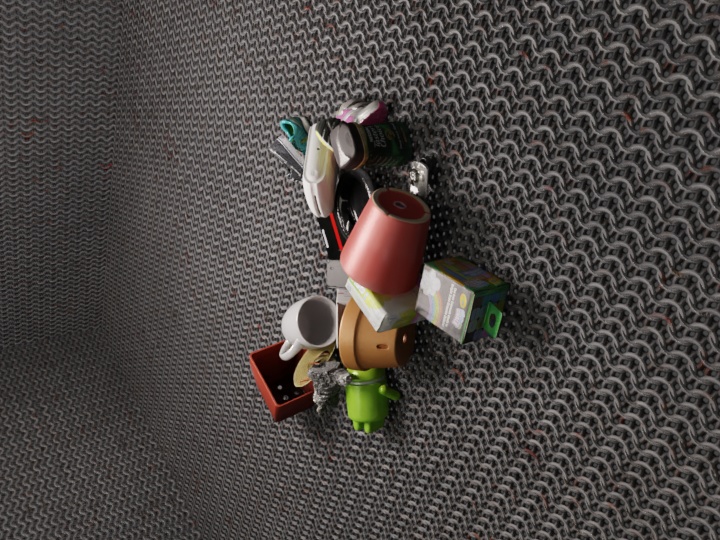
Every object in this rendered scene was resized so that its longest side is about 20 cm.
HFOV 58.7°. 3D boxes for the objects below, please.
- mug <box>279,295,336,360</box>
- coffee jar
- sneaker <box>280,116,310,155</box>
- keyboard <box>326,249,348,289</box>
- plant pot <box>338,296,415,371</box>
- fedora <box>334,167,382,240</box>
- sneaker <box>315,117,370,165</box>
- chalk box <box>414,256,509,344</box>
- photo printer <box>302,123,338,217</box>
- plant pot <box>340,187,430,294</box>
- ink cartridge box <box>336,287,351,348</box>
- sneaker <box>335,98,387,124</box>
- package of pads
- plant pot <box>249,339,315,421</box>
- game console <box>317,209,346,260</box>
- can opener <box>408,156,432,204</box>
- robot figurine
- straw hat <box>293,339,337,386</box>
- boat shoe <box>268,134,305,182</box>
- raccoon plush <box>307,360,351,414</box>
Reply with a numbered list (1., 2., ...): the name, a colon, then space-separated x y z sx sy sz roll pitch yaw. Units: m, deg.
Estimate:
1. mug: -0.171 0.179 1.881 0.147 0.201 0.175 42 153 -16
2. coffee jar: 0.025 -0.294 1.500 0.085 0.197 0.106 -30 76 51
3. sneaker: -0.168 -0.360 1.836 0.202 0.079 0.078 58 138 24
4. keyboard: 0.000 0.000 1.712 0.197 0.039 0.106 5 96 28
5. plant pot: 0.052 0.158 1.593 0.138 0.199 0.204 7 106 25
6. fedora: 0.015 -0.164 1.634 0.199 0.090 0.205 10 102 52
7. sneaker: -0.031 -0.308 1.594 0.090 0.198 0.079 -4 64 65
8. chalk box: 0.234 0.070 1.381 0.199 0.122 0.127 35 123 42
9. photo printer: -0.103 -0.253 1.673 0.167 0.068 0.203 78 -165 -62
10. plant pot: 0.067 -0.076 1.457 0.201 0.198 0.180 47 133 35
11. ink cartridge box: -0.030 0.121 1.695 0.200 0.066 0.119 -90 -1 -76
12. sneaker: -0.009 -0.396 1.619 0.199 0.080 0.090 -15 88 52
13. package of pads: 0.081 0.060 1.512 0.155 0.198 0.069 53 134 29
14. plant pot: -0.227 0.355 2.005 0.201 0.197 0.178 54 146 30
15. game console: -0.055 -0.115 1.794 0.176 0.031 0.204 -29 75 55
16. can opener: 0.146 -0.166 1.505 0.053 0.066 0.203 29 133 39
17. robot figurine: 0.017 0.330 1.729 0.174 0.114 0.204 0 98 46
18. straw hat: -0.108 0.287 1.892 0.085 0.203 0.200 41 146 -18
19. boat shoe: -0.181 -0.283 1.804 0.201 0.068 0.072 51 172 -27
20. raccoon plush: -0.080 0.329 1.710 0.200 0.095 0.137 -160 59 -72
